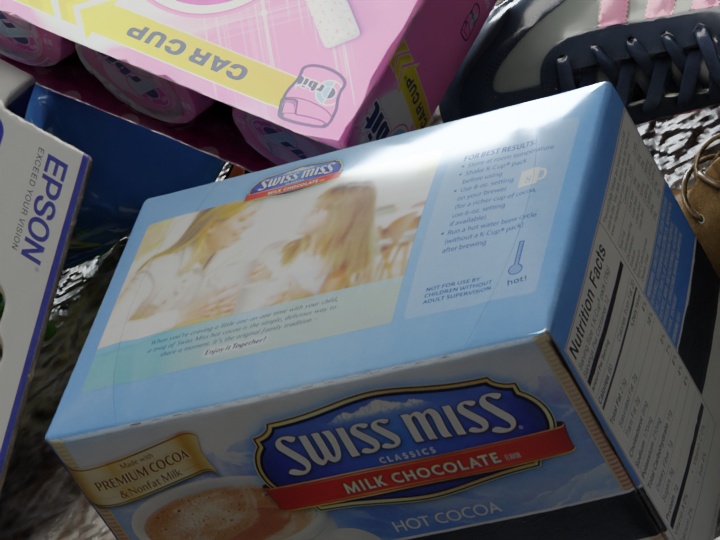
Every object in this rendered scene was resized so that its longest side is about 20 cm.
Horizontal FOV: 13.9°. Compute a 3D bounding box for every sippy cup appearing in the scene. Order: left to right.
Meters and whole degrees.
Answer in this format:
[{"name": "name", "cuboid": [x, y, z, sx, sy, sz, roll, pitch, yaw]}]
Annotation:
[{"name": "sippy cup", "cuboid": [-0.122, -0.067, 1.265, 0.139, 0.179, 0.130, -17, 7, -32]}]

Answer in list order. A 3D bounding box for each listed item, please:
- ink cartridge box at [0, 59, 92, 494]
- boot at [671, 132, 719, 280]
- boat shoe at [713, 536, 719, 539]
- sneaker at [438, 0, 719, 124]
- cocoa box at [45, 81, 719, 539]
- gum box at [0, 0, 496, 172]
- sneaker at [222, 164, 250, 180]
[{"name": "ink cartridge box", "cuboid": [-0.199, -0.009, 1.205, 0.200, 0.198, 0.047, 29, 28, 20]}, {"name": "boot", "cuboid": [0.136, -0.025, 1.078, 0.199, 0.076, 0.074, -11, 40, 32]}, {"name": "boat shoe", "cuboid": [0.094, 0.148, 0.906, 0.200, 0.071, 0.070, -36, 60, -12]}, {"name": "sneaker", "cuboid": [0.129, -0.091, 1.155, 0.199, 0.070, 0.082, -26, 33, -4]}, {"name": "cocoa box", "cuboid": [0.016, 0.041, 1.038, 0.199, 0.131, 0.134, -13, 37, 27]}, {"name": "gum box", "cuboid": [-0.060, -0.114, 1.152, 0.199, 0.066, 0.114, 23, 72, 21]}, {"name": "sneaker", "cuboid": [-0.019, -0.093, 1.299, 0.090, 0.070, 0.200, -13, 39, 22]}]
